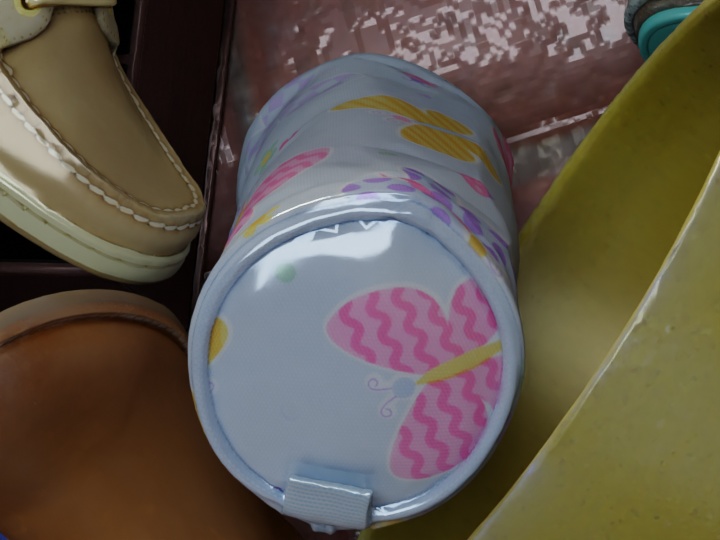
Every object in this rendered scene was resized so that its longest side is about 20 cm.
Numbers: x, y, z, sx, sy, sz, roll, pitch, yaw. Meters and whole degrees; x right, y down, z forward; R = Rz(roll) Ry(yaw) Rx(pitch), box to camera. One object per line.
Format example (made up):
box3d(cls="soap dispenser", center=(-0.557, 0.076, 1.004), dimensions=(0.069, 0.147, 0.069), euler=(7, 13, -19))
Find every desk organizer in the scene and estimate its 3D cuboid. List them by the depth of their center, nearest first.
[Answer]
box3d(cls="desk organizer", center=(-0.084, -0.084, 0.815), dimensions=(0.071, 0.077, 0.201), euler=(2, 75, 15))

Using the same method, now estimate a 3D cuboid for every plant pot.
box3d(cls="plant pot", center=(0.107, 0.045, 0.686), dimensions=(0.142, 0.200, 0.201), euler=(32, 84, -6))

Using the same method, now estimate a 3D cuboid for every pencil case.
box3d(cls="pencil case", center=(0.000, 0.000, 0.705), dimensions=(0.083, 0.200, 0.091), euler=(26, 103, -5))

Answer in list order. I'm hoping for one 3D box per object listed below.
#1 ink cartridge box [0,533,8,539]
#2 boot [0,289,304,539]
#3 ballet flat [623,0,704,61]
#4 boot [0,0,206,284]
box3d(cls="ink cartridge box", center=(-0.164, 0.100, 0.741), dimensions=(0.198, 0.042, 0.120), euler=(-2, 38, -6))
box3d(cls="boot", center=(-0.037, 0.096, 0.686), dimensions=(0.074, 0.200, 0.155), euler=(-36, 61, 7))
box3d(cls="ballet flat", center=(0.178, -0.088, 0.756), dimensions=(0.199, 0.072, 0.073), euler=(5, 76, 14))
box3d(cls="boot", center=(-0.076, -0.113, 0.712), dimensions=(0.155, 0.073, 0.200), euler=(-44, 74, 21))
